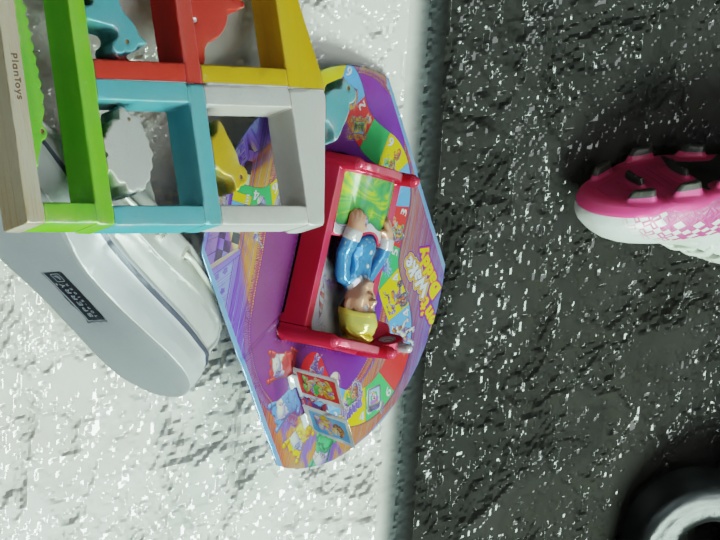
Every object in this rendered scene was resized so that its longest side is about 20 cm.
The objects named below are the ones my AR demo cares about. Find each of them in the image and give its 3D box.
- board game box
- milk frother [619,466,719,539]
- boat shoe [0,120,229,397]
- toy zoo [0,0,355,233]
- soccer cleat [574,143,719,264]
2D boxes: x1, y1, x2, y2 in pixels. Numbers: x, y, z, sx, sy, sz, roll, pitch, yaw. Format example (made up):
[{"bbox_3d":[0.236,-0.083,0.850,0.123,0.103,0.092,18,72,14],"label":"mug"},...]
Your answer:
[{"bbox_3d":[0.000,0.000,1.361,0.158,0.039,0.200,-47,134,-36],"label":"board game box"},{"bbox_3d":[0.248,0.213,1.573,0.180,0.200,0.188,5,107,-33],"label":"milk frother"},{"bbox_3d":[-0.125,-0.027,1.278,0.200,0.072,0.066,49,56,-31],"label":"boat shoe"},{"bbox_3d":[-0.083,-0.082,1.260,0.200,0.020,0.131,-2,79,-42],"label":"toy zoo"},{"bbox_3d":[0.202,-0.027,1.509,0.200,0.070,0.086,-14,118,-31],"label":"soccer cleat"}]
